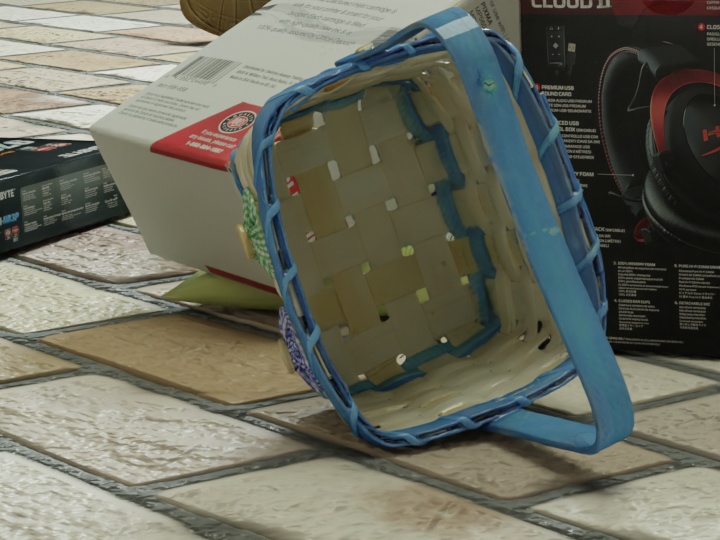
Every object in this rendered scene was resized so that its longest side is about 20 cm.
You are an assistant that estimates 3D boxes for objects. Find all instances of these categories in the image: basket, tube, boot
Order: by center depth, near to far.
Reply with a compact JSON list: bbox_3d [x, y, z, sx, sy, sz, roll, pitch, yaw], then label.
[{"bbox_3d":[0.033,-0.010,1.064,0.138,0.177,0.200,-23,5,-24],"label":"basket"},{"bbox_3d":[0.000,0.000,1.332,0.199,0.052,0.058,0,-21,30],"label":"tube"},{"bbox_3d":[-0.089,-0.282,2.738,0.198,0.073,0.155,-1,11,-3],"label":"boot"}]

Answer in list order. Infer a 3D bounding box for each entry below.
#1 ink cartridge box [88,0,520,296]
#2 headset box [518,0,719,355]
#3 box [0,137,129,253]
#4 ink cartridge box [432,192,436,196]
[{"bbox_3d":[-0.016,-0.084,1.353,0.200,0.084,0.144,-38,29,-23],"label":"ink cartridge box"},{"bbox_3d":[0.155,-0.066,1.225,0.148,0.202,0.075,2,12,24],"label":"headset box"},{"bbox_3d":[-0.248,-0.047,1.611,0.158,0.046,0.200,3,11,25],"label":"box"},{"bbox_3d":[-0.009,-0.060,1.510,0.044,0.095,0.199,-13,16,-38],"label":"ink cartridge box"}]
